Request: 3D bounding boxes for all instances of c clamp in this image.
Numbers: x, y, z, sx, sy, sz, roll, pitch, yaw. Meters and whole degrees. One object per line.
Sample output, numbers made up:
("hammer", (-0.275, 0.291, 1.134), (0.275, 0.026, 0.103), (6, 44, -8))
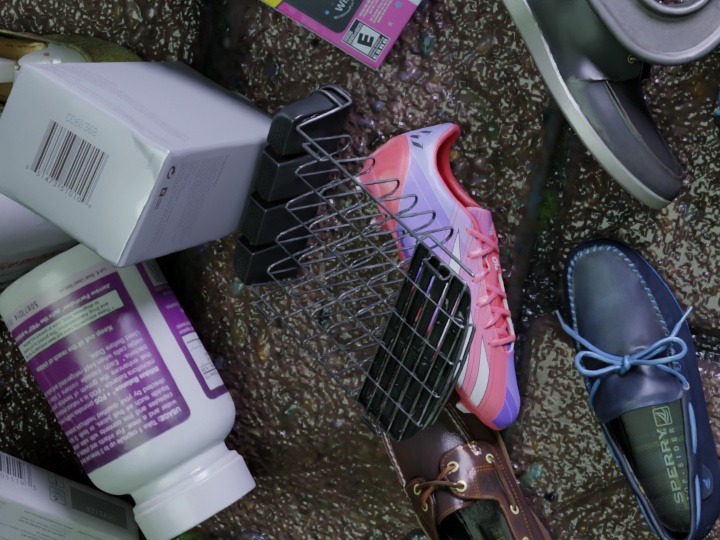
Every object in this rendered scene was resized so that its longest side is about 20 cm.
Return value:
("c clamp", (0.175, -0.211, 0.787), (0.200, 0.027, 0.171), (-38, 99, -8))

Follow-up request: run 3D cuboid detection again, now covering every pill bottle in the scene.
("pill bottle", (-0.155, 0.081, 0.957), (0.112, 0.112, 0.200), (-30, 88, 21))

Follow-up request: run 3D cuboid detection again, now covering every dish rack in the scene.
("dish rack", (0.000, 0.000, 0.864), (0.200, 0.054, 0.154), (45, 135, 28))

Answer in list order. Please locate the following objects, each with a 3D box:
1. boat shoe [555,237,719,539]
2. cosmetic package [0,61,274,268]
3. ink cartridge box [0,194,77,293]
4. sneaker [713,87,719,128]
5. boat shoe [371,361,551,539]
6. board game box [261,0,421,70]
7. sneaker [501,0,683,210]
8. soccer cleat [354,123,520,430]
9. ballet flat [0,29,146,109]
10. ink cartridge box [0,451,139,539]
("boat shoe", (0.180, 0.074, 0.860), (0.084, 0.069, 0.200), (-26, 89, 21))
("cosmetic package", (-0.130, -0.073, 0.877), (0.113, 0.200, 0.081), (32, 107, 15))
("ink cartridge box", (-0.315, -0.005, 0.981), (0.200, 0.145, 0.084), (-30, 88, 22))
("sneaker", (0.300, -0.113, 0.778), (0.199, 0.079, 0.096), (8, 88, 25))
("boat shoe", (0.070, 0.149, 0.912), (0.070, 0.070, 0.200), (-37, 84, 22))
("board game box", (-0.037, -0.238, 0.852), (0.200, 0.064, 0.148), (30, 108, -12))
("sneaker", (0.160, -0.141, 0.830), (0.106, 0.075, 0.200), (-32, 86, 21))
("soccer cleat", (0.065, 0.004, 0.895), (0.076, 0.067, 0.200), (-25, 87, 17))
("ballet flat", (-0.241, -0.138, 0.977), (0.199, 0.071, 0.071), (14, 103, 16))
("ink cartridge box", (-0.283, 0.218, 1.008), (0.200, 0.161, 0.050), (-44, 38, 21))
